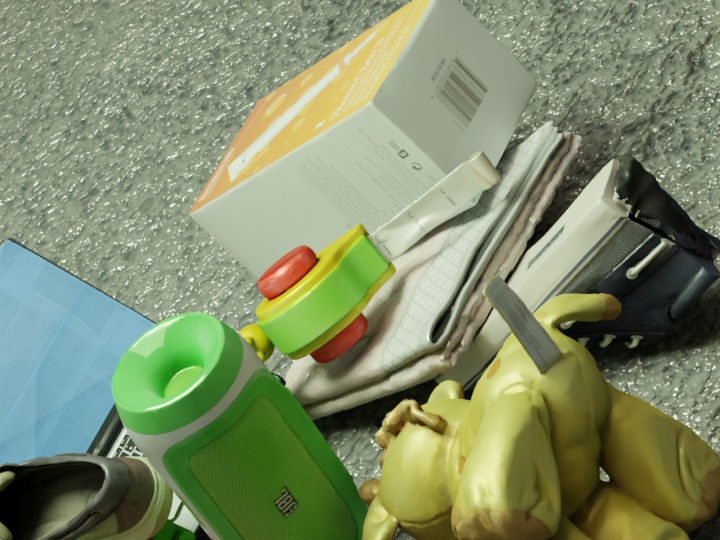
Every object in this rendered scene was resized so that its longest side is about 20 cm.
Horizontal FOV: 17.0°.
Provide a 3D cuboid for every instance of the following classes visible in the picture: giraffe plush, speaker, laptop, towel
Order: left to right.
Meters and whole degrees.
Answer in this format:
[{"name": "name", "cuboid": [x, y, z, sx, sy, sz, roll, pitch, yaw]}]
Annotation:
[{"name": "laptop", "cuboid": [-0.184, 0.104, 1.530, 0.200, 0.116, 0.188, 18, 76, 51]}, {"name": "speaker", "cuboid": [-0.061, 0.116, 1.385, 0.088, 0.200, 0.089, -21, 38, 17]}, {"name": "towel", "cuboid": [0.038, 0.001, 1.531, 0.191, 0.032, 0.200, -23, 30, 54]}, {"name": "giraffe plush", "cuboid": [0.076, 0.116, 1.332, 0.172, 0.201, 0.162, -24, -4, -42]}]

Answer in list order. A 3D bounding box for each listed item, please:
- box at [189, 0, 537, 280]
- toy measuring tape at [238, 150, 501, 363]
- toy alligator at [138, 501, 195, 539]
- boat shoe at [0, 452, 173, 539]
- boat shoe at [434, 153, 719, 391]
[{"name": "box", "cuboid": [0.001, -0.079, 1.580, 0.200, 0.097, 0.125, -29, 25, 45]}, {"name": "toy measuring tape", "cuboid": [0.000, 0.000, 1.468, 0.200, 0.074, 0.074, -36, 34, 18]}, {"name": "toy alligator", "cuboid": [-0.127, 0.194, 1.452, 0.059, 0.054, 0.200, 14, 65, 50]}, {"name": "boat shoe", "cuboid": [-0.208, 0.148, 1.461, 0.199, 0.065, 0.072, -16, 59, 28]}, {"name": "boat shoe", "cuboid": [0.132, 0.027, 1.451, 0.200, 0.093, 0.075, -48, 10, 37]}]
